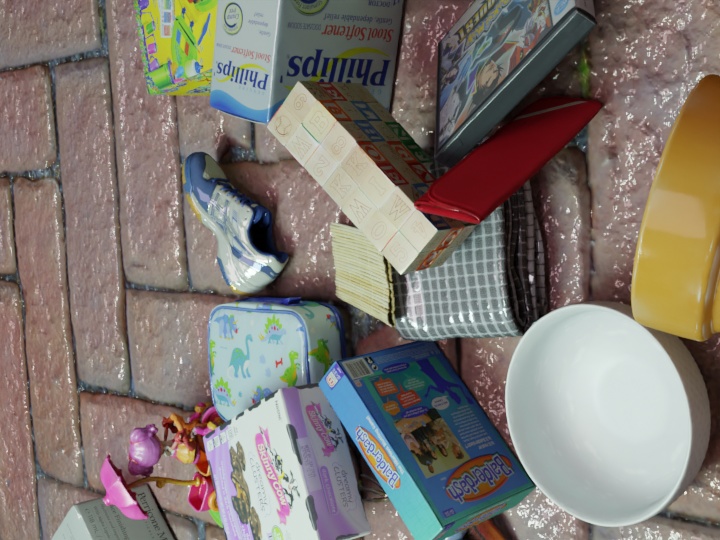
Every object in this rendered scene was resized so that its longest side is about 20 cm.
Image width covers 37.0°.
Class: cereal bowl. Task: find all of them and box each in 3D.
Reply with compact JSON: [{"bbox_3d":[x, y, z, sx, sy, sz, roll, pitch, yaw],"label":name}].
[{"bbox_3d":[0.233,0.125,0.985,0.199,0.083,0.202,8,102,44],"label":"cereal bowl"}]

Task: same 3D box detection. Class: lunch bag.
[{"bbox_3d":[-0.101,0.111,1.320,0.199,0.082,0.162,0,98,45],"label":"lunch bag"}]

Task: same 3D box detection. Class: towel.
[{"bbox_3d":[0.099,-0.030,1.094,0.165,0.085,0.202,-7,91,45],"label":"towel"}]

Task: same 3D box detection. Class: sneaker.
[{"bbox_3d":[-0.152,-0.072,1.362,0.088,0.075,0.201,-33,79,31],"label":"sneaker"}]

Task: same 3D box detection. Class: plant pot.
[{"bbox_3d":[0.324,-0.028,0.807,0.182,0.200,0.202,18,110,26],"label":"plant pot"}]

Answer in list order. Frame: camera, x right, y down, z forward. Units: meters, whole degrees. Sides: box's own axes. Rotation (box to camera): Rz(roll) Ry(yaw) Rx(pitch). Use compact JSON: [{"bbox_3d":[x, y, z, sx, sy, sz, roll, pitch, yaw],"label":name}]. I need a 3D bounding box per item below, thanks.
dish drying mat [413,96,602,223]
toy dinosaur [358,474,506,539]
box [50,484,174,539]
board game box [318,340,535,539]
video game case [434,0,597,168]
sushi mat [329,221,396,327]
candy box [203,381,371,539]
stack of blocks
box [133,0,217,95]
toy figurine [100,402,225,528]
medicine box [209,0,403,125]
[{"bbox_3d":[0.136,-0.105,0.973,0.076,0.200,0.018,16,134,41],"label":"dish drying mat"},{"bbox_3d":[0.099,0.243,1.172,0.198,0.105,0.183,-6,81,12],"label":"toy dinosaur"},{"bbox_3d":[-0.366,0.465,1.608,0.200,0.130,0.200,55,129,24],"label":"box"},{"bbox_3d":[0.069,0.170,1.110,0.201,0.151,0.045,56,130,24],"label":"board game box"},{"bbox_3d":[0.136,-0.218,0.997,0.200,0.025,0.182,-44,29,40],"label":"video game case"},{"bbox_3d":[0.000,0.000,1.180,0.200,0.012,0.097,-158,62,-72],"label":"sushi mat"},{"bbox_3d":[-0.087,0.233,1.194,0.200,0.071,0.169,-36,65,50],"label":"candy box"},{"bbox_3d":[0.018,-0.092,1.030,0.200,0.115,0.059,49,118,17],"label":"stack of blocks"},{"bbox_3d":[-0.169,-0.329,1.290,0.192,0.121,0.202,-8,90,46],"label":"box"},{"bbox_3d":[-0.245,0.249,1.400,0.150,0.183,0.202,28,111,50],"label":"toy figurine"},{"bbox_3d":[-0.052,-0.262,1.140,0.102,0.181,0.202,21,111,41],"label":"medicine box"}]
